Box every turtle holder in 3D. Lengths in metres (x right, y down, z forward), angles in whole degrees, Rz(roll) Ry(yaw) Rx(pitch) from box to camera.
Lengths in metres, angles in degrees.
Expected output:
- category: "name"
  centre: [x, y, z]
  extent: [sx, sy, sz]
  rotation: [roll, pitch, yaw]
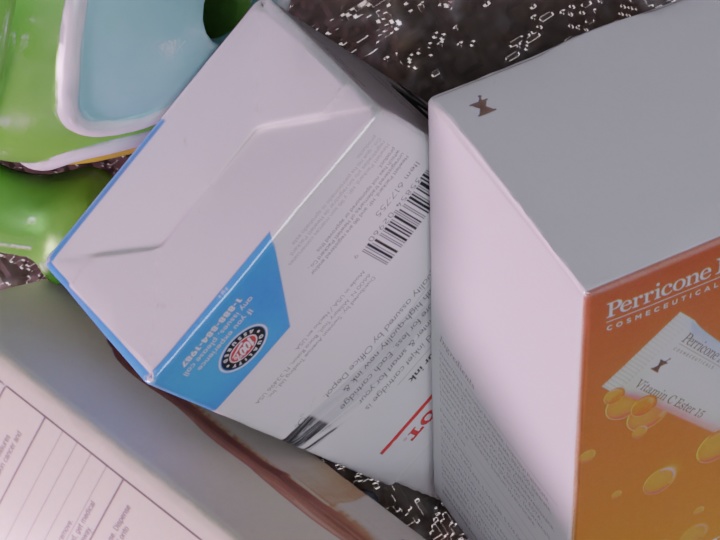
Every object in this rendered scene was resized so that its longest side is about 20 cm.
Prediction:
- category: "turtle holder"
  centre: [-0.093, -0.088, 0.964]
  extent: [0.132, 0.141, 0.186]
  rotation: [4, 89, -15]

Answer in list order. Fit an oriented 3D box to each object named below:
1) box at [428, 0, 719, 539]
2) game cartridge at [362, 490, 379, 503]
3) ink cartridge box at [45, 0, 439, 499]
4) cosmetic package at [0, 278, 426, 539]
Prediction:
- category: "box"
  centre: [0.098, 0.021, 0.962]
  extent: [0.124, 0.097, 0.200]
  rotation: [-22, 141, -17]
- category: "game cartridge"
  centre: [-0.071, 0.169, 1.047]
  extent: [0.200, 0.040, 0.133]
  rotation: [-18, 72, 0]
- category: "ink cartridge box"
  centre: [0.000, 0.000, 0.998]
  extent: [0.116, 0.200, 0.068]
  rotation: [-49, 57, 8]
- category: "cosmetic package"
  centre: [-0.065, 0.100, 0.988]
  extent: [0.200, 0.087, 0.103]
  rotation: [37, 113, 18]
